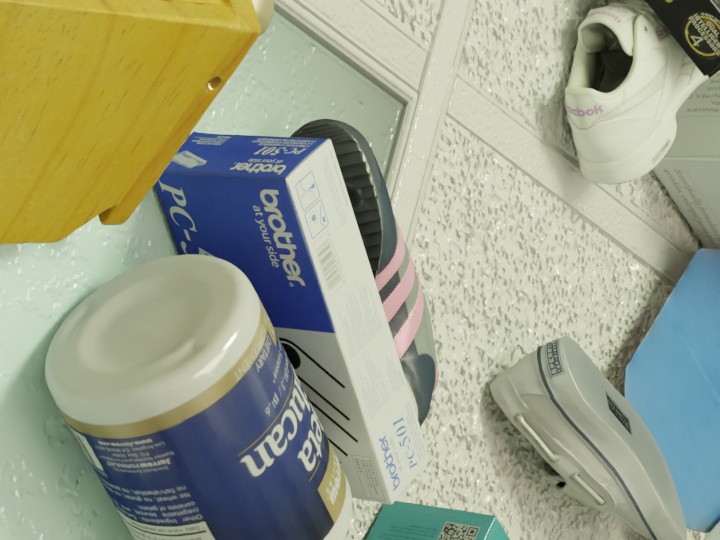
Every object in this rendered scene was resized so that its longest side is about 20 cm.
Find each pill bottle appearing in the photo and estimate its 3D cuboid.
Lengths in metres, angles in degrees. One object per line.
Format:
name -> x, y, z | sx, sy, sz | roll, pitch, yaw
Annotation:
pill bottle -> -0.069, 0.100, 1.096 | 0.111, 0.110, 0.201 | -53, 133, -35

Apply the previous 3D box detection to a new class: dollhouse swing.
dollhouse swing -> -0.179, -0.137, 0.982 | 0.199, 0.176, 0.182 | -3, 139, -53

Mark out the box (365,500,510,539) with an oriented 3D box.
box -> 0.077, 0.223, 1.332 | 0.049, 0.082, 0.200 | -60, 137, -31

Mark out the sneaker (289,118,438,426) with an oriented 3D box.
sneaker -> 0.000, 0.000, 1.226 | 0.082, 0.070, 0.201 | -54, 139, -58

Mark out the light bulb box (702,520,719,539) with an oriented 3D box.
light bulb box -> 0.311, 0.302, 1.520 | 0.125, 0.199, 0.199 | -38, 140, -44

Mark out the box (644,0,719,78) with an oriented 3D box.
box -> 0.238, -0.239, 1.456 | 0.161, 0.049, 0.200 | 51, 47, 0

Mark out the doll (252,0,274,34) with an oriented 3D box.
doll -> -0.047, -0.217, 1.136 | 0.136, 0.048, 0.202 | 16, 81, -52

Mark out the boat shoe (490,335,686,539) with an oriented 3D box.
boat shoe -> 0.151, 0.119, 1.433 | 0.200, 0.065, 0.074 | 52, 23, -34

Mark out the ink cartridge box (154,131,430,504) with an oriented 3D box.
ink cartridge box -> -0.036, 0.026, 1.145 | 0.044, 0.094, 0.201 | -44, 127, -41

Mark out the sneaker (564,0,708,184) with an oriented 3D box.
sneaker -> 0.195, -0.154, 1.445 | 0.201, 0.074, 0.100 | -60, 138, -30

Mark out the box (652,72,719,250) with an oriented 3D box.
box -> 0.341, -0.075, 1.548 | 0.199, 0.199, 0.131 | 49, 55, -45

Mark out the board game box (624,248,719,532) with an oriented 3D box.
board game box -> 0.236, 0.084, 1.562 | 0.158, 0.039, 0.200 | 55, 53, -28
